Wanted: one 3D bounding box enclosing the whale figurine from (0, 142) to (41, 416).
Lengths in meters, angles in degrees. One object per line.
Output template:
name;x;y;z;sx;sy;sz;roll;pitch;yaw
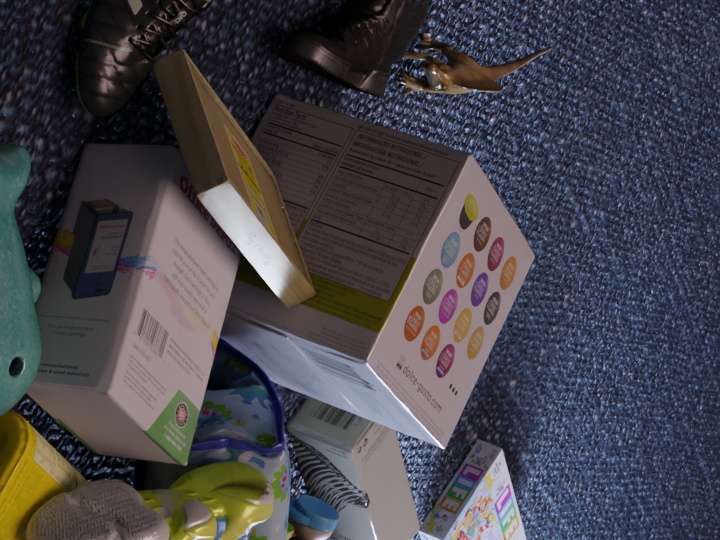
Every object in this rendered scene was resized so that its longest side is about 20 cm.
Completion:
whale figurine;-0.260;0.014;1.332;0.159;0.103;0.201;4;106;-60

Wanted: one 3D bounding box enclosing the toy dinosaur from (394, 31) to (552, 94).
toy dinosaur;0.092;-0.180;1.820;0.200;0.101;0.059;-18;122;-55

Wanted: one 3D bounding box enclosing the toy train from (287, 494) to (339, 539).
toy train;-0.095;0.265;1.723;0.200;0.084;0.116;-2;116;-59

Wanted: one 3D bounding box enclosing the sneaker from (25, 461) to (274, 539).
sneaker;-0.157;0.209;1.462;0.199;0.076;0.106;-7;127;-31

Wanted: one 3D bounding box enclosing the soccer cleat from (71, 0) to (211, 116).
soccer cleat;-0.143;-0.201;1.428;0.201;0.081;0.068;-65;150;-9

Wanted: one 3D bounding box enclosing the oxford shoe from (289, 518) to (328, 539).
oxford shoe;-0.050;0.293;1.922;0.073;0.071;0.201;-81;164;-50

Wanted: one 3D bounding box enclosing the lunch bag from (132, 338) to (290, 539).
lunch bag;-0.124;0.170;1.623;0.200;0.127;0.171;-100;-164;-67

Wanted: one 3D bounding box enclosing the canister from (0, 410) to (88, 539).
canister;-0.257;0.203;1.474;0.149;0.086;0.200;-60;148;-19

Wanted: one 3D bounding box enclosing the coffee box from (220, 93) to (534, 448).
coffee box;0.000;0.000;1.672;0.199;0.199;0.200;-63;150;-15

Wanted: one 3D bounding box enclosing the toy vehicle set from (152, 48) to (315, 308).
toy vehicle set;-0.094;-0.067;1.505;0.026;0.125;0.200;-24;149;7

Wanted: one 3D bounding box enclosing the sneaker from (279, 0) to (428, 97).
sneaker;-0.003;-0.211;1.690;0.200;0.060;0.105;15;95;-66

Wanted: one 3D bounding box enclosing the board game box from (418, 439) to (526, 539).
board game box;0.131;0.305;2.249;0.135;0.034;0.200;-54;147;-28

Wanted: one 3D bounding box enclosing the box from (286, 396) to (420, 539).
box;-0.005;0.201;1.908;0.068;0.082;0.201;-51;144;-31

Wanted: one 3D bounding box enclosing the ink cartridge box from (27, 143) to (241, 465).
ink cartridge box;-0.167;0.025;1.472;0.145;0.087;0.201;54;46;-57
